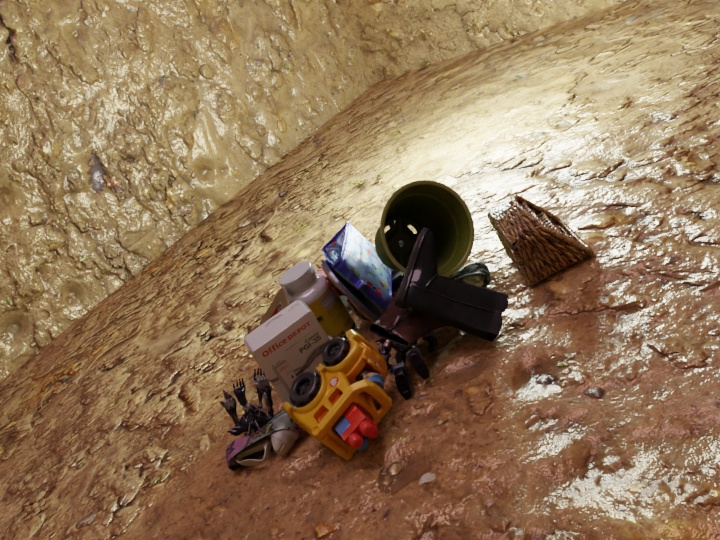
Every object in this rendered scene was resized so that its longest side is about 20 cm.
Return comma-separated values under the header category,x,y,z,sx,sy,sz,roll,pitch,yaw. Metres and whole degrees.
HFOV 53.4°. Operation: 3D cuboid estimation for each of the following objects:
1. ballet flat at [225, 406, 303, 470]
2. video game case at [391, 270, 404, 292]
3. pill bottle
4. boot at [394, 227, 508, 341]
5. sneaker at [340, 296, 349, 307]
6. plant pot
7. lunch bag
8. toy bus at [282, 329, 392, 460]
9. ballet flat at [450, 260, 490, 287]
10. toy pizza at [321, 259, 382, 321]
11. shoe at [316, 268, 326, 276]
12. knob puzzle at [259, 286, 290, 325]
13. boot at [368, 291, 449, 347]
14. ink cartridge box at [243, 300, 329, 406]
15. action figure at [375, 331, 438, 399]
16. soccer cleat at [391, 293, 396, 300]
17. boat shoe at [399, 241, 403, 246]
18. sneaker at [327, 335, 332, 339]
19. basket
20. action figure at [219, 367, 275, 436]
category,x,y,z,sx,sy,sz,roll,pitch,yaw
ballet flat,-0.180,0.338,1.398,0.199,0.069,0.072,-29,40,15
video game case,0.098,-0.001,1.707,0.181,0.026,0.200,-49,7,-35
pill bottle,-0.100,0.084,1.631,0.112,0.201,0.113,-27,22,12
boot,0.183,0.024,1.343,0.066,0.198,0.166,66,-137,-75
sneaker,-0.014,0.022,1.830,0.200,0.076,0.114,-45,16,-21
plant pot,0.112,-0.070,1.502,0.199,0.201,0.190,-37,3,-15
lunch bag,0.000,0.000,1.572,0.094,0.150,0.200,-45,17,11
toy bus,-0.013,0.232,1.278,0.200,0.136,0.192,-50,33,-7
ballet flat,0.188,0.049,1.523,0.199,0.075,0.074,-32,22,6
toy pizza,-0.022,0.055,1.608,0.032,0.200,0.200,-44,22,5
shoe,-0.131,0.059,1.905,0.199,0.072,0.091,-29,20,-9
knob puzzle,-0.165,0.164,1.586,0.030,0.222,0.219,-3,8,-29
boot,0.136,0.104,1.379,0.199,0.073,0.166,20,40,27
ink cartridge box,-0.121,0.186,1.446,0.146,0.201,0.083,-35,22,-10
action figure,0.090,0.163,1.408,0.130,0.070,0.200,-34,17,11
soccer cleat,0.146,0.041,1.593,0.200,0.078,0.069,-43,4,26
boat shoe,0.069,-0.046,1.709,0.199,0.068,0.074,-27,18,48
sneaker,-0.115,0.188,1.597,0.199,0.081,0.075,-15,29,38
basket,0.362,-0.088,1.478,0.148,0.143,0.200,-28,23,8
action figure,-0.239,0.282,1.532,0.118,0.103,0.200,-21,20,-5
